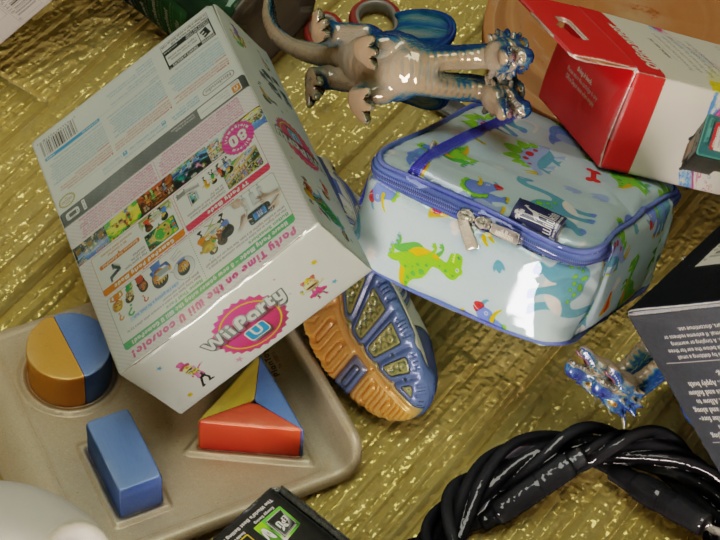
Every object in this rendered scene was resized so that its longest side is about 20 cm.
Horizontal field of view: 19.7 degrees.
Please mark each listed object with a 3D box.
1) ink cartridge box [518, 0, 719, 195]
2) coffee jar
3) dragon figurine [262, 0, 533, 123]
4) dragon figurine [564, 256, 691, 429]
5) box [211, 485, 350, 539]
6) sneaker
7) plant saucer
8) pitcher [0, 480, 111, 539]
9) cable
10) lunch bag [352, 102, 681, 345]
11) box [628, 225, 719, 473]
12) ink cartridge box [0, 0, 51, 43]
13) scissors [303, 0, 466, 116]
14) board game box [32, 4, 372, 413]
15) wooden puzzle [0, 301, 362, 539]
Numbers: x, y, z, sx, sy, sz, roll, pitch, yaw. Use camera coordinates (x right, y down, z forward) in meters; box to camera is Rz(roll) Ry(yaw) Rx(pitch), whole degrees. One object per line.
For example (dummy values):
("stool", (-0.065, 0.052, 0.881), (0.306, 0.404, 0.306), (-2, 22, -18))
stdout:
("ink cartridge box", (0.190, -0.104, 1.295), (0.198, 0.068, 0.116), (12, 22, -21))
("coffee jar", (-0.132, -0.222, 1.453), (0.199, 0.086, 0.104), (33, 67, 25))
("dragon figurine", (0.022, -0.126, 1.254), (0.099, 0.059, 0.199), (-5, 16, -33))
("dragon figurine", (0.209, 0.056, 1.229), (0.199, 0.100, 0.059), (15, 24, -39))
("box", (-0.044, 0.238, 1.105), (0.193, 0.048, 0.200), (35, 60, 29))
("sneaker", (0.000, 0.000, 1.279), (0.088, 0.075, 0.201), (-7, 59, -52))
("plant saucer", (0.183, -0.166, 1.440), (0.198, 0.032, 0.202), (-1, 51, 1))
("pitcher", (-0.229, 0.196, 1.084), (0.198, 0.121, 0.173), (-6, 61, 32))
("cable", (0.123, 0.151, 1.170), (0.198, 0.051, 0.164), (4, 51, 5))
("lunch bag", (0.093, -0.034, 1.250), (0.160, 0.083, 0.200), (25, 24, 20))
("box", (0.268, 0.059, 1.139), (0.148, 0.201, 0.107), (-40, 16, -28))
("ink cartridge box", (-0.263, -0.222, 1.376), (0.199, 0.136, 0.077), (-37, 57, 10))
("scissors", (0.036, -0.122, 1.420), (0.073, 0.014, 0.200), (-26, 56, -21))
("board game box", (-0.098, -0.040, 1.230), (0.147, 0.064, 0.201), (-36, 49, 12))
("wooden puzzle", (-0.123, 0.076, 1.238), (0.199, 0.046, 0.186), (-21, 54, -16))
